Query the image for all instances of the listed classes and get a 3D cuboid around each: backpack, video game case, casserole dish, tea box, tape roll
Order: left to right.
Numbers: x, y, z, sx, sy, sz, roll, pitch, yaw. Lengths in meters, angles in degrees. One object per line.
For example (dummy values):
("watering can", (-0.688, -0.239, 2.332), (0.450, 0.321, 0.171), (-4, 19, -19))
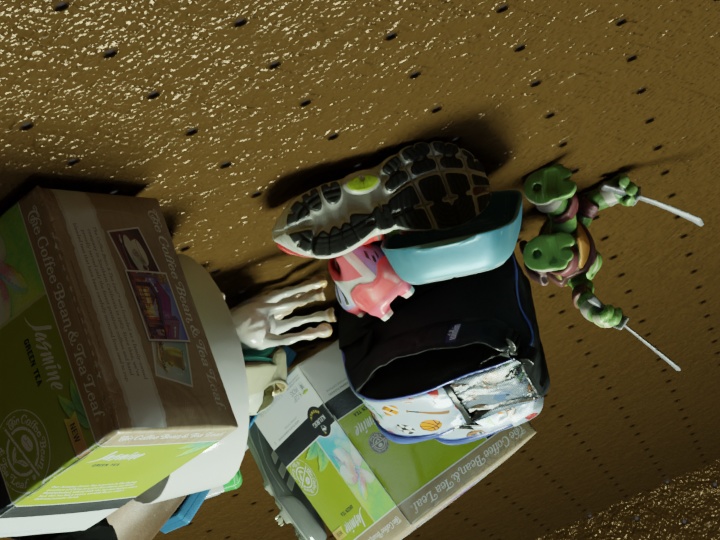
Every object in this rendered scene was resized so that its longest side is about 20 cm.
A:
("tea box", (-0.228, 0.073, 1.422), (0.196, 0.202, 0.133), (-35, 157, 31))
("tape roll", (-0.169, 0.090, 1.562), (0.070, 0.204, 0.203), (-11, 159, -30))
("video game case", (-0.138, 0.172, 1.878), (0.201, 0.018, 0.143), (-57, -174, -18))
("tea box", (0.034, 0.158, 1.909), (0.199, 0.198, 0.134), (-30, 169, -37))
("backpack", (0.079, 0.074, 1.786), (0.188, 0.201, 0.155), (-16, 130, 8))
("casserole dish", (0.085, -0.029, 1.635), (0.120, 0.039, 0.200), (-12, -169, 11))

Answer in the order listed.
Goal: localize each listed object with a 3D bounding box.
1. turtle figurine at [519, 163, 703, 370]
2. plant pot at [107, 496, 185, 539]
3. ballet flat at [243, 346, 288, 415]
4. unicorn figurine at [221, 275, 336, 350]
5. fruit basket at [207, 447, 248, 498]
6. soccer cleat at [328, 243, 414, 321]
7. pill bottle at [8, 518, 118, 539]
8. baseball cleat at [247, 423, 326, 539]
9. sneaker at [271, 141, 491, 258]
("turtle figurine", (0.238, -0.026, 1.802), (0.145, 0.199, 0.194), (-59, 151, 2))
("plant pot", (-0.218, 0.163, 1.780), (0.199, 0.188, 0.187), (-38, 160, 3))
("ballet flat", (-0.105, 0.104, 1.733), (0.069, 0.070, 0.200), (-26, 177, 12))
("unicorn figurine", (-0.095, 0.043, 1.704), (0.136, 0.075, 0.200), (-12, 168, 3))
("fruit basket", (-0.205, 0.230, 2.080), (0.183, 0.095, 0.200), (-17, 164, -16))
("soccer cleat", (0.000, 0.000, 1.708), (0.067, 0.077, 0.200), (-43, -172, -3))
("pill bottle", (-0.281, 0.167, 1.644), (0.111, 0.202, 0.112), (-19, 162, -7))
("baseball cleat", (-0.067, 0.190, 1.955), (0.106, 0.201, 0.070), (-31, 156, -2))
("sneaker", (0.015, -0.059, 1.594), (0.198, 0.078, 0.085), (-13, 179, -20))
